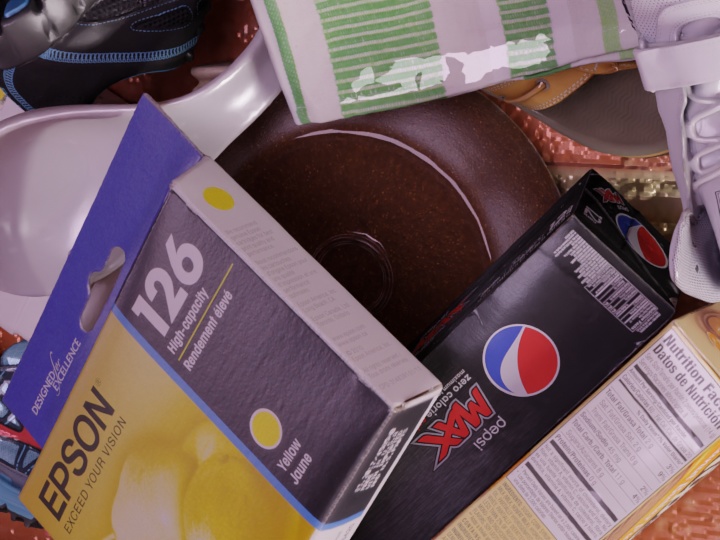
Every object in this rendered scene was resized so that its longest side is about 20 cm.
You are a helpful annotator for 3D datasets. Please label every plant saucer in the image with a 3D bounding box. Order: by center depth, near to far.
[{"bbox_3d":[0.000,0.000,1.103,0.200,0.037,0.201,4,104,16],"label":"plant saucer"}]

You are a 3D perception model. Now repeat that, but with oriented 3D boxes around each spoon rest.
[{"bbox_3d":[-0.106,-0.061,1.083,0.200,0.099,0.061,-38,36,4],"label":"spoon rest"}]

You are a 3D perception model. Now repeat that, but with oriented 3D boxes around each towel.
[{"bbox_3d":[0.045,-0.140,0.990,0.199,0.023,0.153,-9,123,17],"label":"towel"}]

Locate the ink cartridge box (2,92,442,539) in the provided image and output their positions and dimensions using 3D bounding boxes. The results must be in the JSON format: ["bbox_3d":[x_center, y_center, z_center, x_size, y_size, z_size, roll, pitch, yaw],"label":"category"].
[{"bbox_3d":[-0.081,0.060,1.041,0.200,0.047,0.198,43,125,21],"label":"ink cartridge box"}]

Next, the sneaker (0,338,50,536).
[{"bbox_3d":[-0.159,0.078,1.195,0.199,0.079,0.096,14,101,25],"label":"sneaker"}]

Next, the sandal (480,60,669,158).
[{"bbox_3d":[0.076,-0.109,1.061,0.200,0.054,0.081,29,109,22],"label":"sandal"}]

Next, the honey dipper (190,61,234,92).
[{"bbox_3d":[-0.058,-0.002,1.156,0.038,0.038,0.201,0,98,28],"label":"honey dipper"}]

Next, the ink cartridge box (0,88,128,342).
[{"bbox_3d":[-0.177,-0.048,1.195,0.200,0.067,0.117,36,111,21],"label":"ink cartridge box"}]

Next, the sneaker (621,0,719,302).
[{"bbox_3d":[0.152,-0.063,0.941,0.075,0.115,0.200,-13,133,22],"label":"sneaker"}]

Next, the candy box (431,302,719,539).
[{"bbox_3d":[0.105,0.095,1.037,0.200,0.115,0.055,-46,77,25],"label":"candy box"}]

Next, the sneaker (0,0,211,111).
[{"bbox_3d":[-0.093,-0.147,1.120,0.200,0.082,0.073,-33,39,-5],"label":"sneaker"}]

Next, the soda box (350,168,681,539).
[{"bbox_3d":[0.053,0.050,1.040,0.063,0.071,0.200,44,113,-5],"label":"soda box"}]
